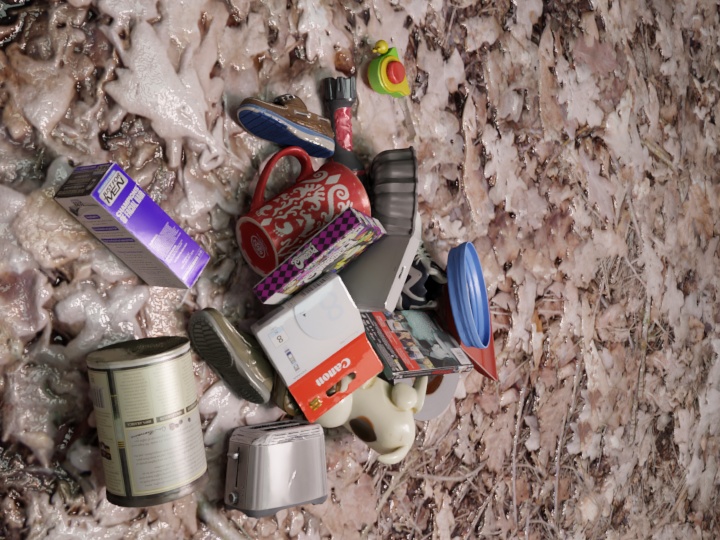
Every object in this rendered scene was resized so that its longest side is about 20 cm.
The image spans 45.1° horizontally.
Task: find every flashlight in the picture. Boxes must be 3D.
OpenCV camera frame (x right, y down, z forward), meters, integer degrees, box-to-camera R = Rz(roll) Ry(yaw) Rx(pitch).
[{"bbox_3d":[-0.024,-0.238,1.531,0.067,0.068,0.203,-4,101,-11],"label":"flashlight"}]

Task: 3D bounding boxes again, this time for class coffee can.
[{"bbox_3d":[-0.297,0.207,1.217,0.145,0.145,0.203,-14,101,-44],"label":"coffee can"}]

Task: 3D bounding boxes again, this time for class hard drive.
[{"bbox_3d":[0.000,0.000,1.470,0.026,0.198,0.133,36,68,-39],"label":"hard drive"}]

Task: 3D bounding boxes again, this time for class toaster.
[{"bbox_3d":[-0.129,0.318,1.413,0.198,0.113,0.131,0,89,-41],"label":"toaster"}]

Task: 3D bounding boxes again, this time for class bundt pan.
[{"bbox_3d":[0.050,-0.122,1.548,0.075,0.202,0.205,3,89,-6],"label":"bundt pan"}]

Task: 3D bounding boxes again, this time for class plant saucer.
[{"bbox_3d":[0.217,0.103,1.753,0.200,0.036,0.202,41,40,-50],"label":"plant saucer"}]

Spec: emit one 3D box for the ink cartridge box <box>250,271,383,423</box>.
[{"bbox_3d":[-0.060,0.129,1.392,0.159,0.047,0.201,-35,110,-14],"label":"ink cartridge box"}]

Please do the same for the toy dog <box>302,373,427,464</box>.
[{"bbox_3d":[-0.005,0.243,1.511,0.197,0.140,0.196,19,50,-7],"label":"toy dog"}]

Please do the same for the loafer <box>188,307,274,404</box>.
[{"bbox_3d":[-0.200,0.126,1.375,0.201,0.074,0.070,60,41,-33],"label":"loafer"}]

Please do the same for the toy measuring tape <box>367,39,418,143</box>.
[{"bbox_3d":[0.057,-0.326,1.615,0.073,0.073,0.203,-31,112,-40],"label":"toy measuring tape"}]

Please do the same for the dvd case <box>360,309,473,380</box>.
[{"bbox_3d":[0.094,0.129,1.550,0.198,0.147,0.022,-1,134,-39],"label":"dvd case"}]

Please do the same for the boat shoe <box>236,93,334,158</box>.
[{"bbox_3d":[-0.124,-0.251,1.441,0.199,0.072,0.073,21,65,-46],"label":"boat shoe"}]

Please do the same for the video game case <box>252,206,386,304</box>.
[{"bbox_3d":[-0.060,-0.018,1.384,0.036,0.199,0.181,52,9,11],"label":"video game case"}]

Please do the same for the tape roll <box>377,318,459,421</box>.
[{"bbox_3d":[0.109,0.186,1.683,0.199,0.066,0.204,-2,93,-44],"label":"tape roll"}]

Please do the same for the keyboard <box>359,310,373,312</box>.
[{"bbox_3d":[0.031,0.086,1.584,0.056,0.011,0.201,-34,90,-41],"label":"keyboard"}]

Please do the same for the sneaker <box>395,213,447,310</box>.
[{"bbox_3d":[0.120,-0.020,1.643,0.079,0.129,0.202,18,78,-45],"label":"sneaker"}]

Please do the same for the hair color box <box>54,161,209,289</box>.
[{"bbox_3d":[-0.317,-0.059,1.216,0.200,0.108,0.065,48,59,-35],"label":"hair color box"}]

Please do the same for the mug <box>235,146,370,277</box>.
[{"bbox_3d":[-0.112,-0.093,1.436,0.199,0.177,0.134,-33,156,-35],"label":"mug"}]

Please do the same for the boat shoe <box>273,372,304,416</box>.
[{"bbox_3d":[-0.106,0.139,1.464,0.073,0.066,0.203,23,79,-35],"label":"boat shoe"}]

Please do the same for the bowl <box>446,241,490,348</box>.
[{"bbox_3d":[0.204,0.048,1.638,0.200,0.039,0.204,-10,90,-72],"label":"bowl"}]
